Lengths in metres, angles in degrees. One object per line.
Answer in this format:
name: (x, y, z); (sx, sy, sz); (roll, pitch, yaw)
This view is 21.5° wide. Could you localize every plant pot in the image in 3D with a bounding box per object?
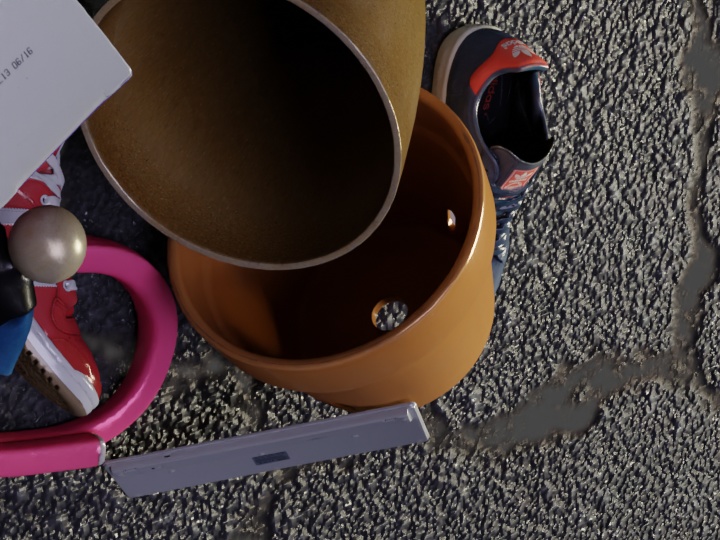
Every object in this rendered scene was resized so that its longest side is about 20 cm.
plant pot: (0.000, 0.000, 1.167); (0.200, 0.200, 0.140); (-51, 145, -11)
plant pot: (-0.036, -0.135, 1.075); (0.200, 0.186, 0.187); (-62, 141, -47)

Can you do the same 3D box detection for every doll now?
doll: (-0.231, 0.003, 0.979); (0.137, 0.199, 0.049); (68, 25, -22)

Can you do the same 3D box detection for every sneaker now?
sneaker: (0.088, -0.060, 1.270); (0.075, 0.084, 0.201); (-15, 116, -33)
sneaker: (-0.180, -0.025, 1.050); (0.112, 0.071, 0.200); (-39, 100, -23)

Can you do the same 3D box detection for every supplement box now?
supplement box: (-0.219, -0.118, 0.933); (0.101, 0.200, 0.103); (-47, 130, -13)

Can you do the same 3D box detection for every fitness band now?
fitness band: (-0.197, 0.049, 1.122); (0.199, 0.037, 0.144); (-2, 108, -38)

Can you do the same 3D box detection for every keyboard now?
keyboard: (-0.058, 0.113, 1.185); (0.199, 0.011, 0.056); (-11, 156, 7)
